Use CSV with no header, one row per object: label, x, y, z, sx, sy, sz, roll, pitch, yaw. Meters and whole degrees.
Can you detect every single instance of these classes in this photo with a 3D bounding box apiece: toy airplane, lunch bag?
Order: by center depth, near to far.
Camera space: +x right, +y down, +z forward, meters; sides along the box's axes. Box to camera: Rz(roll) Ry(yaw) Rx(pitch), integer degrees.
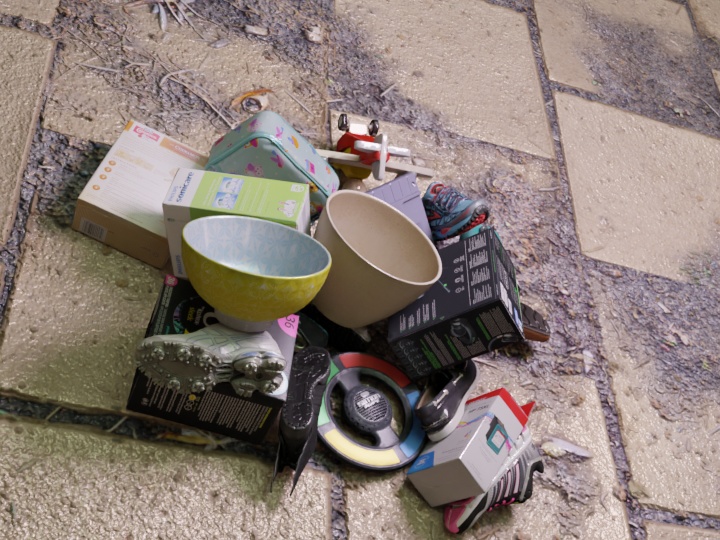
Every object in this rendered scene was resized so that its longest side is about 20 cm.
lunch bag,-0.140,-0.142,1.694,0.200,0.159,0.078,44,33,-31
toy airplane,0.006,-0.179,1.832,0.198,0.143,0.199,20,16,23

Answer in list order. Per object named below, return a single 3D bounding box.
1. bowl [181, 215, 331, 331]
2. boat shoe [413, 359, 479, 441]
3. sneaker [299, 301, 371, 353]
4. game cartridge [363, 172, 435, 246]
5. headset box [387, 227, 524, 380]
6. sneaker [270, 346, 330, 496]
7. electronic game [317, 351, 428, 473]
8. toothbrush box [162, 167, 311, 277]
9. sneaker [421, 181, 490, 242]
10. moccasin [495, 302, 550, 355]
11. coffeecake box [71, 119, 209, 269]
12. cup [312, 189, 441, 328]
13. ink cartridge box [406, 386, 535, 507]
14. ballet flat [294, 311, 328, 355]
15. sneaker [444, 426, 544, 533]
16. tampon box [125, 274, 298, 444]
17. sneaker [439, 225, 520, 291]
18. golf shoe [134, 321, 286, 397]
bowl,-0.144,0.014,1.400,0.198,0.109,0.201,11,22,-5
boat shoe,0.127,0.177,1.619,0.061,0.073,0.200,53,34,-13
sneaker,-0.056,0.045,1.662,0.199,0.071,0.094,32,52,5
game cartridge,0.068,-0.045,1.751,0.129,0.038,0.202,-28,105,-43
headset box,0.135,0.053,1.629,0.093,0.198,0.175,55,21,-32
sneaker,-0.085,0.206,1.492,0.059,0.105,0.201,10,39,4
electronic game,0.010,0.206,1.581,0.198,0.042,0.202,13,48,-15
toothbrush box,-0.176,-0.057,1.558,0.197,0.147,0.087,6,45,7
sneaker,0.139,-0.102,1.788,0.079,0.200,0.096,-27,95,-26
moccasin,0.217,0.089,1.766,0.199,0.078,0.074,8,34,-15
coffeecake box,-0.333,-0.122,1.663,0.152,0.073,0.201,25,46,-5
cup,0.000,0.000,1.589,0.199,0.144,0.201,27,29,-17
ink cartridge box,0.166,0.245,1.564,0.067,0.116,0.200,51,45,-10
ballet flat,-0.138,0.066,1.608,0.199,0.073,0.073,38,46,4
sneaker,0.203,0.320,1.557,0.088,0.074,0.200,51,58,-9
tampon box,-0.202,0.125,1.484,0.198,0.127,0.151,17,48,-13
sneaker,0.187,-0.029,1.814,0.199,0.083,0.122,24,37,-43
golf shoe,-0.196,0.106,1.383,0.198,0.079,0.098,11,34,-24
